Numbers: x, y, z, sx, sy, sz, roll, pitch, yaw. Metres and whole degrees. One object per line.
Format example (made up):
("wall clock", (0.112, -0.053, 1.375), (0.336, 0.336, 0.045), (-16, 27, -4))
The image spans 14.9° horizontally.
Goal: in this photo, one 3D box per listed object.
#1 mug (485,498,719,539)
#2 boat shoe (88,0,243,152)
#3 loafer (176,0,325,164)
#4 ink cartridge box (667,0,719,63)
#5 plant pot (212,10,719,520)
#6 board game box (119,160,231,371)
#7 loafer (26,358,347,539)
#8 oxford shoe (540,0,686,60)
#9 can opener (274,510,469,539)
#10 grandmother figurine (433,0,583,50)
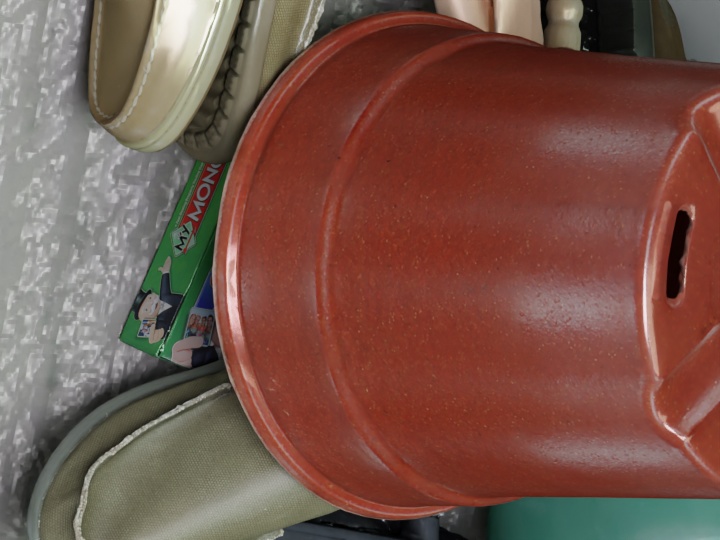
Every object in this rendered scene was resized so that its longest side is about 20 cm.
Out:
("mug", (0.117, 0.127, 1.216), (0.185, 0.115, 0.152), (-18, 136, 9))
("boat shoe", (-0.080, -0.145, 1.015), (0.065, 0.072, 0.201), (6, 99, -36))
("loafer", (-0.028, -0.137, 1.059), (0.067, 0.076, 0.201), (5, 102, -38))
("ink cartridge box", (0.212, -0.075, 1.304), (0.146, 0.084, 0.201), (-24, 121, -36))
("plant pot", (0.084, 0.002, 1.008), (0.200, 0.195, 0.201), (-3, 94, -41))
("board game box", (0.000, 0.000, 1.171), (0.200, 0.029, 0.135), (26, 86, -45))
("loafer", (-0.044, 0.069, 1.077), (0.200, 0.070, 0.075), (-34, 109, -33))
("oxford shoe", (0.120, -0.039, 1.209), (0.084, 0.073, 0.201), (21, 71, -51))
("can opener", (-0.026, 0.119, 1.166), (0.200, 0.063, 0.079), (18, 85, -45))
("grandmother figurine", (0.055, -0.089, 1.143), (0.121, 0.061, 0.201), (-14, 100, -32))
